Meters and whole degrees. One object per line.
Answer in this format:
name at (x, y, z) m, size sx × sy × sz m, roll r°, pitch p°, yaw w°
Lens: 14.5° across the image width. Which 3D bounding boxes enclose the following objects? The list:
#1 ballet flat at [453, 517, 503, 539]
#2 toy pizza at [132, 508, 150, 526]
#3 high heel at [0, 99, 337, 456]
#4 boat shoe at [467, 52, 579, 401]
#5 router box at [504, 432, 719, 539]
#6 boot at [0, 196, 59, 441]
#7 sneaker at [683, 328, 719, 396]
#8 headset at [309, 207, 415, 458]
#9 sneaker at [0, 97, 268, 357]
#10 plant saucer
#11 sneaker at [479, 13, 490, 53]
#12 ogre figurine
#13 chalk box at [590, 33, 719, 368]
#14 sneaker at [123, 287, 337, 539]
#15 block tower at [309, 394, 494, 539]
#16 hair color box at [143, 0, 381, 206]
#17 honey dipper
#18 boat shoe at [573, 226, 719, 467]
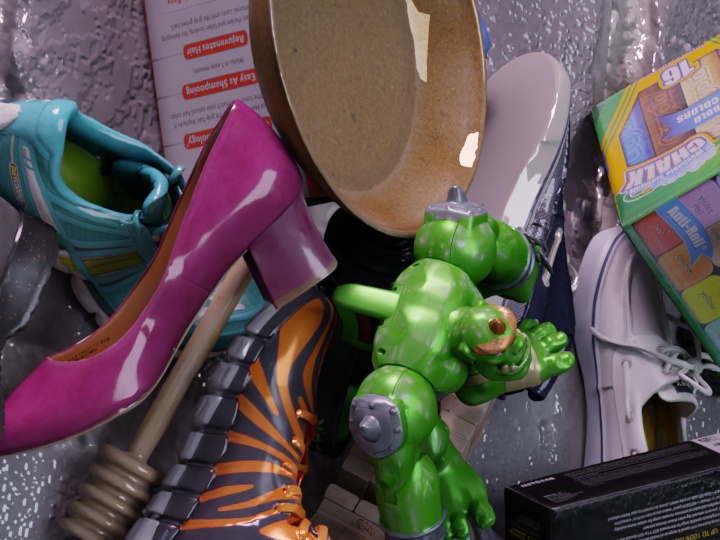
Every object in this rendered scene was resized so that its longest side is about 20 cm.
ballet flat at (0.060, 0.229, 1.552) m, size 0.073 × 0.073 × 0.201 m, roll 17°, pitch 64°, yaw -43°
toy pizza at (-0.065, 0.209, 1.448) m, size 0.200 × 0.032 × 0.201 m, roll 12°, pitch 74°, yaw -45°
high heel at (-0.112, 0.006, 1.348) m, size 0.200 × 0.067 × 0.096 m, roll -34°, pitch 106°, yaw -17°
boat shoe at (0.092, -0.020, 1.638) m, size 0.093 × 0.074 × 0.201 m, roll 39°, pitch 64°, yaw -43°
router box at (0.177, 0.179, 1.629) m, size 0.199 × 0.051 × 0.150 m, roll -10°, pitch 108°, yaw -30°
boot at (-0.225, 0.028, 1.301) m, size 0.131 × 0.070 × 0.201 m, roll 35°, pitch 50°, yaw -31°
sneaker at (0.298, 0.056, 1.823) m, size 0.200 × 0.085 × 0.078 m, roll 5°, pitch 78°, yaw -47°
headset at (0.000, 0.000, 1.511) m, size 0.124 × 0.094 × 0.201 m, roll 90°, pitch 24°, yaw -68°
sneaker at (-0.112, -0.019, 1.408) m, size 0.200 × 0.079 × 0.078 m, roll 38°, pitch 57°, yaw -37°
plant saucer at (-0.001, -0.113, 1.421) m, size 0.200 × 0.035 × 0.201 m, roll 21°, pitch 65°, yaw -54°
sneaker at (0.020, -0.194, 1.574) m, size 0.079 × 0.089 × 0.200 m, roll -51°, pitch 118°, yaw -38°
ogre figurine at (0.041, 0.050, 1.403) m, size 0.200 × 0.098 × 0.120 m, roll -52°, pitch 145°, yaw -15°
chalk box at (0.227, -0.037, 1.676) m, size 0.125 × 0.123 × 0.200 m, roll 54°, pitch 16°, yaw -25°
sneaker at (-0.034, 0.110, 1.385) m, size 0.201 × 0.112 × 0.078 m, roll -63°, pitch 163°, yaw -15°
block tower at (0.004, 0.134, 1.457) m, size 0.054 × 0.058 × 0.200 m, roll 26°, pitch 53°, yaw 8°
hair color box at (-0.057, -0.130, 1.472) m, size 0.061 × 0.101 × 0.201 m, roll -4°, pitch 87°, yaw -49°
honey dipper at (-0.086, 0.046, 1.401) m, size 0.038 × 0.038 × 0.201 m, roll 34°, pitch 81°, yaw -37°
boat shoe at (0.178, 0.070, 1.692) m, size 0.074 × 0.086 × 0.203 m, roll 15°, pitch 72°, yaw -44°
